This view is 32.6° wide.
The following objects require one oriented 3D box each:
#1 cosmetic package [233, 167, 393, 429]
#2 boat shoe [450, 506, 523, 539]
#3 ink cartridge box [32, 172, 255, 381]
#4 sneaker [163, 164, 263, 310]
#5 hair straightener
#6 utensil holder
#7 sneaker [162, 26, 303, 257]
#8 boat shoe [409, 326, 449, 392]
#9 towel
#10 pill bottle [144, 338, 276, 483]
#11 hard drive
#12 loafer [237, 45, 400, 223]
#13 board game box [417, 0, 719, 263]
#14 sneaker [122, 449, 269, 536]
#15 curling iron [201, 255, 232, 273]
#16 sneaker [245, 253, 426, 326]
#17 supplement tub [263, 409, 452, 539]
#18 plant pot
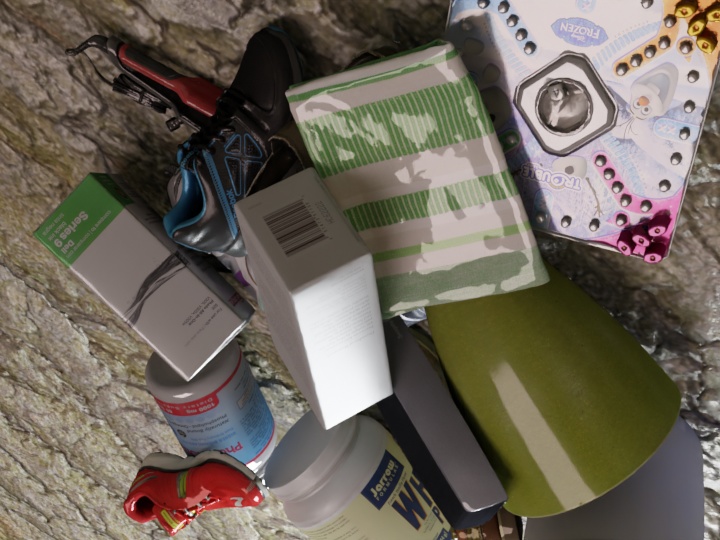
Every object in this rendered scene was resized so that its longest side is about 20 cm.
[{"bbox_3d":[-0.033,0.027,0.979,0.102,0.071,0.201,56,165,34],"label":"cosmetic package"},{"bbox_3d":[0.125,0.222,1.222,0.067,0.200,0.073,-10,91,10],"label":"boat shoe"},{"bbox_3d":[-0.202,0.004,1.185,0.200,0.084,0.146,44,-179,-3],"label":"ink cartridge box"},{"bbox_3d":[-0.118,-0.028,1.183,0.139,0.078,0.201,11,137,53],"label":"sneaker"},{"bbox_3d":[-0.177,-0.149,1.112,0.199,0.041,0.077,25,142,-3],"label":"hair straightener"},{"bbox_3d":[0.233,0.238,1.129,0.169,0.201,0.171,8,131,10],"label":"utensil holder"},{"bbox_3d":[-0.105,-0.106,1.026,0.073,0.081,0.201,34,113,51],"label":"sneaker"},{"bbox_3d":[0.060,0.128,1.248,0.073,0.063,0.201,-14,124,41],"label":"boat shoe"},{"bbox_3d":[0.040,-0.064,0.929,0.152,0.023,0.201,-13,111,27],"label":"towel"},{"bbox_3d":[-0.158,0.165,1.387,0.108,0.109,0.201,4,135,28],"label":"pill bottle"},{"bbox_3d":[0.056,0.133,1.090,0.201,0.042,0.135,59,167,16],"label":"hard drive"},{"bbox_3d":[-0.029,-0.094,0.985,0.075,0.201,0.070,39,-170,29],"label":"loafer"},{"bbox_3d":[0.148,-0.119,0.895,0.199,0.026,0.201,16,115,15],"label":"board game box"},{"bbox_3d":[-0.181,0.250,1.337,0.199,0.085,0.077,-11,127,41],"label":"sneaker"},{"bbox_3d":[-0.102,0.001,1.242,0.199,0.026,0.050,5,132,28],"label":"curling iron"},{"bbox_3d":[0.000,0.000,1.108,0.199,0.071,0.108,22,150,-37],"label":"sneaker"},{"bbox_3d":[0.006,0.251,1.349,0.200,0.145,0.145,44,139,-18],"label":"supplement tub"},{"bbox_3d":[0.144,0.075,1.066,0.187,0.187,0.201,-23,109,45],"label":"plant pot"}]
